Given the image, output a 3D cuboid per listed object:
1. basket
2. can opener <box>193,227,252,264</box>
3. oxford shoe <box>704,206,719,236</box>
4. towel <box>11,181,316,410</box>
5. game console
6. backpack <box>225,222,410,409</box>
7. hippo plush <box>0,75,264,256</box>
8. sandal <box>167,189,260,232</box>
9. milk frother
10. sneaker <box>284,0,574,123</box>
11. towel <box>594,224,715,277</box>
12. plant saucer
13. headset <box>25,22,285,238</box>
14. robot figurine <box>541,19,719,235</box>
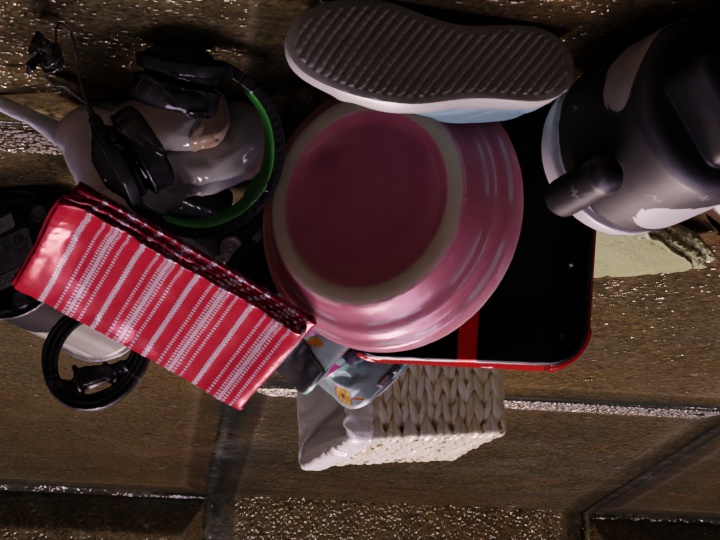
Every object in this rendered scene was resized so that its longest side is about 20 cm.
[{"bbox_3d":[0.033,0.080,1.940,0.160,0.201,0.198,2,166,-15],"label":"basket"},{"bbox_3d":[-0.162,-0.011,1.711,0.199,0.064,0.079,9,158,1],"label":"can opener"},{"bbox_3d":[0.303,-0.051,1.628,0.199,0.085,0.073,10,165,-24],"label":"oxford shoe"},{"bbox_3d":[-0.145,0.023,1.477,0.199,0.023,0.145,30,143,-10],"label":"towel"},{"bbox_3d":[0.087,-0.029,1.516,0.176,0.201,0.031,3,-179,-1],"label":"game console"},{"bbox_3d":[0.000,0.000,1.605,0.153,0.200,0.176,42,178,-14],"label":"backpack"},{"bbox_3d":[-0.157,-0.047,1.547,0.199,0.162,0.159,14,161,-40],"label":"hippo plush"},{"bbox_3d":[-0.149,-0.068,1.717,0.075,0.048,0.200,-10,149,43],"label":"sandal"},{"bbox_3d":[-0.243,0.044,1.842,0.180,0.201,0.188,-7,164,18],"label":"milk frother"},{"bbox_3d":[0.038,-0.128,1.384,0.199,0.074,0.082,8,162,-18],"label":"sneaker"},{"bbox_3d":[0.209,-0.030,1.819,0.148,0.037,0.200,-7,164,34],"label":"towel"},{"bbox_3d":[0.014,-0.045,1.449,0.200,0.202,0.051,-5,166,26],"label":"plant saucer"},{"bbox_3d":[-0.140,-0.102,1.415,0.200,0.124,0.094,33,-179,-20],"label":"headset"},{"bbox_3d":[0.206,-0.093,1.392,0.150,0.125,0.200,12,162,-24],"label":"robot figurine"}]
